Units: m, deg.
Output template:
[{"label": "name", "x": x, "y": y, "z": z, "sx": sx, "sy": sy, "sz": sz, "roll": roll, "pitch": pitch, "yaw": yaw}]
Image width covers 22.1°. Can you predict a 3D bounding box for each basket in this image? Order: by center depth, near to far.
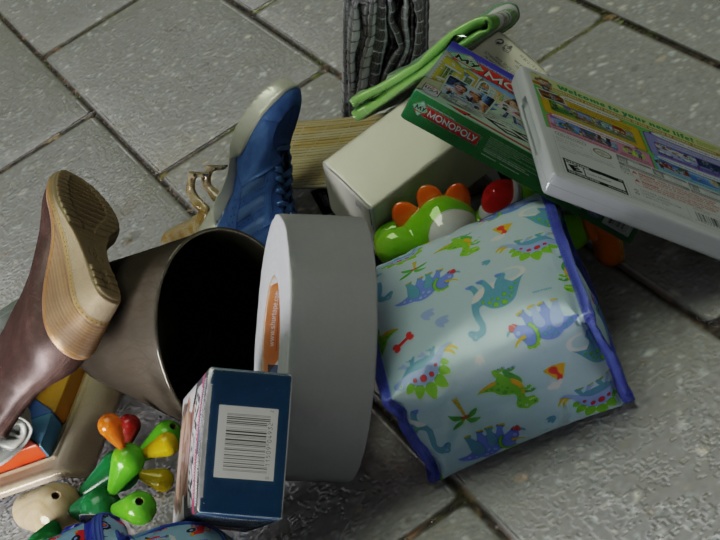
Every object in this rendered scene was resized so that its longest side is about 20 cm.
[{"label": "basket", "x": -0.156, "y": 0.049, "z": 1.547, "sx": 0.136, "sy": 0.181, "sz": 0.200, "roll": -25, "pitch": 16, "yaw": -31}]

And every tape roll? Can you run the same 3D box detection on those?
[{"label": "tape roll", "x": -0.036, "y": 0.058, "z": 1.381, "sx": 0.066, "sy": 0.201, "sz": 0.200, "roll": 3, "pitch": 29, "yaw": -11}]

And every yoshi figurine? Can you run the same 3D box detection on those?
[{"label": "yoshi figurine", "x": 0.113, "y": -0.015, "z": 1.508, "sx": 0.199, "sy": 0.112, "sz": 0.112, "roll": -10, "pitch": 73, "yaw": 4}]

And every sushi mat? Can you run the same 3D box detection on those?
[{"label": "sushi mat", "x": -0.050, "y": -0.109, "z": 1.718, "sx": 0.096, "sy": 0.012, "sz": 0.200, "roll": -53, "pitch": 27, "yaw": -21}]

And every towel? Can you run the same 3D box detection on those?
[{"label": "towel", "x": 0.066, "y": -0.189, "z": 1.616, "sx": 0.149, "sy": 0.031, "sz": 0.200, "roll": -34, "pitch": 2, "yaw": 15}, {"label": "towel", "x": 0.026, "y": -0.234, "z": 1.793, "sx": 0.085, "sy": 0.201, "sz": 0.166, "roll": 3, "pitch": 39, "yaw": 2}]

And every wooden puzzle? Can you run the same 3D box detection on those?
[{"label": "wooden puzzle", "x": -0.310, "y": 0.137, "z": 1.647, "sx": 0.199, "sy": 0.037, "sz": 0.185, "roll": -15, "pitch": 32, "yaw": 20}]

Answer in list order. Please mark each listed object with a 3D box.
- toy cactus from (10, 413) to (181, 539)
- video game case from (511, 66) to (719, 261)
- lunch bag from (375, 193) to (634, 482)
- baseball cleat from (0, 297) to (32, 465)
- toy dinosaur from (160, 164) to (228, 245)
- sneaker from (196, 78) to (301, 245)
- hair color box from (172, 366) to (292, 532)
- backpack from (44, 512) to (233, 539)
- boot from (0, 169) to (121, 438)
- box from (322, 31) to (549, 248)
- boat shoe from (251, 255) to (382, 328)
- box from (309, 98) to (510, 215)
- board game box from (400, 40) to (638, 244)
[{"label": "toy cactus", "x": -0.227, "y": 0.188, "z": 1.465, "sx": 0.165, "sy": 0.102, "sz": 0.200, "roll": -9, "pitch": 43, "yaw": 46}, {"label": "video game case", "x": 0.218, "y": -0.077, "z": 1.422, "sx": 0.182, "sy": 0.199, "sz": 0.022, "roll": -96, "pitch": 30, "yaw": -58}, {"label": "lunch bag", "x": 0.093, "y": 0.036, "z": 1.384, "sx": 0.169, "sy": 0.128, "sz": 0.200, "roll": -23, "pitch": 41, "yaw": 7}, {"label": "baseball cleat", "x": -0.308, "y": 0.108, "z": 1.604, "sx": 0.106, "sy": 0.070, "sz": 0.200, "roll": 2, "pitch": 52, "yaw": 37}, {"label": "toy dinosaur", "x": -0.141, "y": -0.046, "z": 1.735, "sx": 0.199, "sy": 0.102, "sz": 0.058, "roll": 7, "pitch": 14, "yaw": 41}, {"label": "sneaker", "x": -0.070, "y": -0.061, "z": 1.631, "sx": 0.111, "sy": 0.201, "sz": 0.077, "roll": 31, "pitch": 15, "yaw": 20}, {"label": "hair color box", "x": -0.094, "y": 0.132, "z": 1.318, "sx": 0.060, "sy": 0.100, "sz": 0.200, "roll": 6, "pitch": -12, "yaw": -9}, {"label": "backpack", "x": -0.151, "y": 0.249, "z": 1.257, "sx": 0.199, "sy": 0.135, "sz": 0.183, "roll": -20, "pitch": 32, "yaw": 7}, {"label": "boot", "x": -0.272, "y": 0.023, "z": 1.541, "sx": 0.166, "sy": 0.072, "sz": 0.200, "roll": -46, "pitch": 36, "yaw": 20}, {"label": "box", "x": 0.067, "y": -0.108, "z": 1.558, "sx": 0.200, "sy": 0.082, "sz": 0.068, "roll": -36, "pitch": 63, "yaw": -16}, {"label": "boat shoe", "x": 0.000, "y": 0.000, "z": 1.581, "sx": 0.200, "sy": 0.070, "sz": 0.066, "roll": -30, "pitch": 28, "yaw": -19}, {"label": "box", "x": 0.060, "y": -0.111, "z": 1.699, "sx": 0.199, "sy": 0.060, "sz": 0.117, "roll": -15, "pitch": 33, "yaw": 20}, {"label": "board game box", "x": 0.138, "y": -0.103, "z": 1.449, "sx": 0.029, "sy": 0.199, "sz": 0.135, "roll": -62, "pitch": -3, "yaw": 28}]
